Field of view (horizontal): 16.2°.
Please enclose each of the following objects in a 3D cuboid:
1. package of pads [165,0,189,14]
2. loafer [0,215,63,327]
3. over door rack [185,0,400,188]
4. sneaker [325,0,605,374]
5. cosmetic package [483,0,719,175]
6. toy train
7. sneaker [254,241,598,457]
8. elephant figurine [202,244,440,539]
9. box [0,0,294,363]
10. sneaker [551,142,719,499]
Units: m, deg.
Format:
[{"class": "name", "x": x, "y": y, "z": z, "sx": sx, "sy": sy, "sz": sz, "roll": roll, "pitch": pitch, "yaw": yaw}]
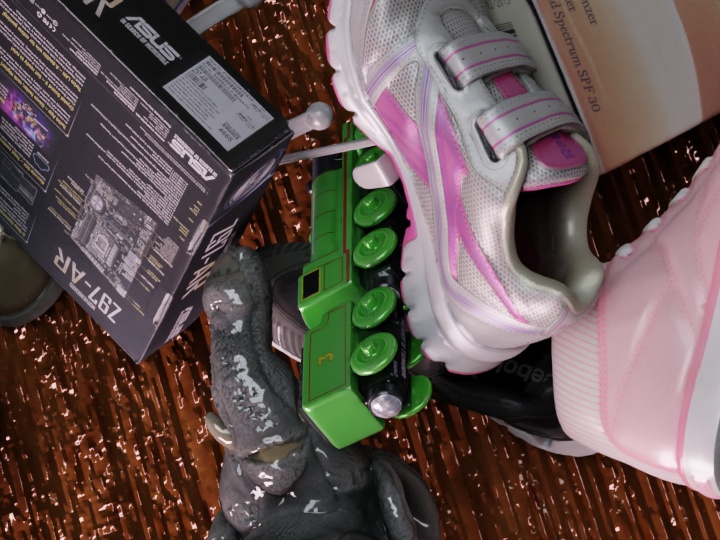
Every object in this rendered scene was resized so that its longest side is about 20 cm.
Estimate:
[{"class": "package of pads", "x": -0.173, "y": -0.182, "z": 1.271, "sx": 0.200, "sy": 0.068, "sz": 0.155, "roll": 37, "pitch": 86, "yaw": 18}, {"class": "loafer", "x": -0.219, "y": -0.060, "z": 1.247, "sx": 0.075, "sy": 0.070, "sz": 0.200, "roll": -45, "pitch": 71, "yaw": -2}, {"class": "over door rack", "x": -0.055, "y": -0.111, "z": 1.137, "sx": 0.067, "sy": 0.200, "sz": 0.148, "roll": -42, "pitch": 112, "yaw": -25}, {"class": "sneaker", "x": 0.054, "y": -0.059, "z": 1.045, "sx": 0.088, "sy": 0.081, "sz": 0.201, "roll": -9, "pitch": 103, "yaw": 46}, {"class": "cosmetic package", "x": 0.148, "y": -0.124, "z": 1.121, "sx": 0.200, "sy": 0.087, "sz": 0.104, "roll": -29, "pitch": 100, "yaw": -22}, {"class": "toy train", "x": 0.000, "y": 0.000, "z": 1.123, "sx": 0.056, "sy": 0.042, "sz": 0.200, "roll": -26, "pitch": 34, "yaw": 20}, {"class": "sneaker", "x": 0.028, "y": 0.024, "z": 1.160, "sx": 0.199, "sy": 0.091, "sz": 0.067, "roll": 20, "pitch": 79, "yaw": 17}, {"class": "elephant figurine", "x": -0.021, "y": 0.118, "z": 1.133, "sx": 0.141, "sy": 0.155, "sz": 0.201, "roll": 12, "pitch": 46, "yaw": -19}, {"class": "box", "x": -0.135, "y": -0.076, "z": 1.150, "sx": 0.200, "sy": 0.160, "sz": 0.043, "roll": 44, "pitch": 53, "yaw": 11}, {"class": "sneaker", "x": 0.140, "y": -0.009, "z": 1.079, "sx": 0.104, "sy": 0.075, "sz": 0.201, "roll": 11, "pitch": 78, "yaw": 37}]
